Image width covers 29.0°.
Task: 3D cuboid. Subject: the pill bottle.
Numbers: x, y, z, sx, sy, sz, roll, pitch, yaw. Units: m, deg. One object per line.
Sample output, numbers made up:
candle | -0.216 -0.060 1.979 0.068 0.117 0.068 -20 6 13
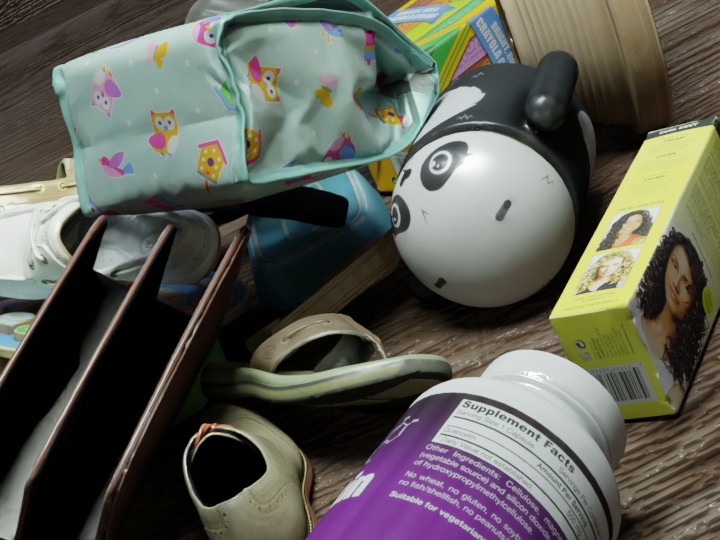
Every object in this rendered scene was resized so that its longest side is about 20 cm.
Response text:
pill bottle | 0.040 0.125 0.602 0.112 0.113 0.200 -4 31 41

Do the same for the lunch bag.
lunch bag | -0.067 -0.110 0.900 0.170 0.123 0.199 -5 9 43

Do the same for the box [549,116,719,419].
box | 0.171 -0.005 0.789 0.050 0.076 0.200 -12 28 35

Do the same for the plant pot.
plant pot | 0.152 -0.186 1.015 0.092 0.202 0.201 -20 24 7

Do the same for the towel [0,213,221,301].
towel | -0.212 -0.015 1.135 0.199 0.032 0.191 -24 -4 33

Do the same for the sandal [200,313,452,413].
sandal | -0.031 0.055 0.851 0.079 0.058 0.200 12 -9 -43

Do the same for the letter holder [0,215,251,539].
letter holder | -0.153 0.058 0.823 0.142 0.100 0.201 117 177 -52

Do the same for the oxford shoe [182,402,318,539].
oxford shoe | -0.068 0.109 0.792 0.070 0.075 0.200 -30 22 -7

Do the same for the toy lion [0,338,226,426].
toy lion | -0.189 0.097 0.968 0.190 0.069 0.200 -14 22 10

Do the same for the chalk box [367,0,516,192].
chalk box | 0.094 -0.166 1.136 0.200 0.124 0.124 -40 27 -29

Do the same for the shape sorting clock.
shape sorting clock | -0.179 0.027 1.016 0.198 0.040 0.200 -9 12 2

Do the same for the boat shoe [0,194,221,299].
boat shoe | -0.201 -0.023 0.971 0.198 0.071 0.069 -5 -13 13

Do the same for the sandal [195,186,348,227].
sandal | -0.109 -0.051 1.010 0.199 0.043 0.076 12 -5 3

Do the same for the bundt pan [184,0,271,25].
bundt pan | -0.083 -0.159 1.102 0.075 0.203 0.202 24 48 23

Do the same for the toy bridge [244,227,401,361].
toy bridge | 0.000 0.000 0.974 0.200 0.027 0.067 -42 5 -38

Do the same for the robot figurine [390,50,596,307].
robot figurine | 0.088 -0.062 0.922 0.124 0.151 0.200 -3 30 19

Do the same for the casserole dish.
casserole dish | -0.038 -0.033 1.107 0.120 0.039 0.200 -25 22 2

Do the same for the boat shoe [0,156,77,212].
boat shoe | -0.230 -0.061 1.137 0.199 0.067 0.074 -19 -5 -34
